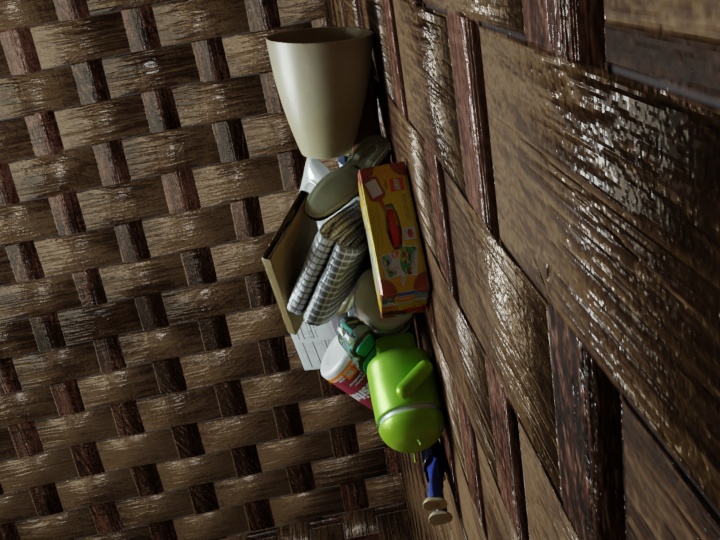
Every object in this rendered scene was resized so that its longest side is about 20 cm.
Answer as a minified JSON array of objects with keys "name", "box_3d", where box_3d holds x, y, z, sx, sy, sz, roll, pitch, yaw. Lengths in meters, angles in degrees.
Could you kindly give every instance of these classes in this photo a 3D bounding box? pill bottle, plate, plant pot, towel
[{"name":"pill bottle","box_3d":[0.045,0.066,1.486,0.200,0.114,0.119,88,172,-76]},{"name":"plate","box_3d":[-0.059,-0.096,1.582,0.200,0.032,0.201,44,145,14]},{"name":"plant pot","box_3d":[-0.064,-0.305,1.402,0.188,0.183,0.204,-104,10,-65]},{"name":"pill bottle","box_3d":[0.029,0.206,1.562,0.198,0.114,0.113,35,-165,-18]},{"name":"towel","box_3d":[-0.034,-0.011,1.414,0.200,0.085,0.168,-42,-22,-60]}]

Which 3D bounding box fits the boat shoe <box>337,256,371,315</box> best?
[{"name":"boat shoe","box_3d":[0.000,0.001,1.555,0.072,0.065,0.203,45,127,21]}]

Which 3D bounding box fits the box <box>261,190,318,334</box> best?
[{"name":"box","box_3d":[-0.110,-0.013,1.423,0.202,0.021,0.165,77,-149,-48]}]

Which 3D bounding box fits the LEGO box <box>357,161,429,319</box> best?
[{"name":"LEGO box","box_3d":[0.051,-0.043,1.270,0.149,0.075,0.204,85,175,-73]}]

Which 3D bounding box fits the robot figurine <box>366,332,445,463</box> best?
[{"name":"robot figurine","box_3d":[0.075,0.209,1.340,0.177,0.113,0.203,91,169,-58]}]

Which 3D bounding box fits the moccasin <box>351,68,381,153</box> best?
[{"name":"moccasin","box_3d":[-0.005,-0.310,1.502,0.074,0.076,0.206,75,-171,-76]}]

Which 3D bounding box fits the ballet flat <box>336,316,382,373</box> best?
[{"name":"ballet flat","box_3d":[-0.001,0.126,1.416,0.201,0.073,0.076,71,-173,-66]}]

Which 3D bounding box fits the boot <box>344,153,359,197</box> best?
[{"name":"boot","box_3d":[0.011,-0.190,1.641,0.200,0.072,0.154,-26,-63,-67]}]

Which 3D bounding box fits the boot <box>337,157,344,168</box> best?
[{"name":"boot","box_3d":[0.000,-0.210,1.802,0.073,0.088,0.204,83,176,-67]}]

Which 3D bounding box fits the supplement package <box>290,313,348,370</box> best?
[{"name":"supplement package","box_3d":[-0.067,0.096,1.789,0.158,0.109,0.201,70,-153,-24]}]

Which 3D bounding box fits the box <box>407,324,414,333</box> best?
[{"name":"box","box_3d":[0.062,0.106,1.692,0.164,0.084,0.205,-103,3,-76]}]

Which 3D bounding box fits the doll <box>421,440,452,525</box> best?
[{"name":"doll","box_3d":[0.129,0.344,1.448,0.202,0.047,0.138,-92,-15,-53]}]

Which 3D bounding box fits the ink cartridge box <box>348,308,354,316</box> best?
[{"name":"ink cartridge box","box_3d":[-0.009,0.063,1.747,0.174,0.043,0.205,-120,20,-88]}]

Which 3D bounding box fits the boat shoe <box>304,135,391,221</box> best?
[{"name":"boat shoe","box_3d":[-0.016,-0.149,1.414,0.071,0.200,0.068,34,156,25]}]
